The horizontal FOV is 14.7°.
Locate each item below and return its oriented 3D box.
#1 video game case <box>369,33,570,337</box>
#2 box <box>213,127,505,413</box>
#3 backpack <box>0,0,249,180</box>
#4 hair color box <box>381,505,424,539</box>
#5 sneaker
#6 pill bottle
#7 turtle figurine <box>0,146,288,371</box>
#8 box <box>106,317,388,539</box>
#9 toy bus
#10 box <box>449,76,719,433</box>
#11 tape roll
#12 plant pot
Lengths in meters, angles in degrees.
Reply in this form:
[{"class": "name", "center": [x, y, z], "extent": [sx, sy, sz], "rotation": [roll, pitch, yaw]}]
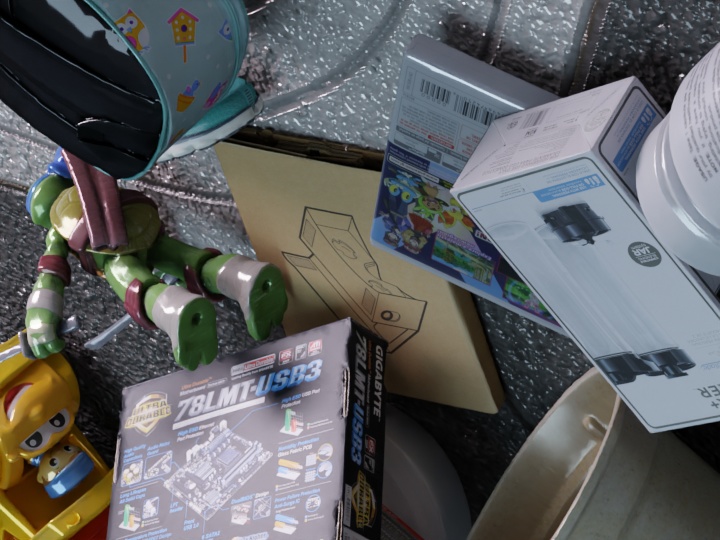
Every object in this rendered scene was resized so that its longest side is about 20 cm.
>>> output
[{"class": "video game case", "center": [0.106, -0.035, 1.617], "extent": [0.199, 0.023, 0.183], "rotation": [25, 145, 10]}, {"class": "box", "center": [0.000, 0.000, 1.787], "extent": [0.163, 0.021, 0.201], "rotation": [12, 137, 36]}, {"class": "backpack", "center": [-0.157, -0.161, 1.637], "extent": [0.200, 0.153, 0.176], "rotation": [47, 150, 8]}, {"class": "hair color box", "center": [-0.031, 0.249, 1.822], "extent": [0.111, 0.064, 0.200], "rotation": [40, 107, 11]}, {"class": "sneaker", "center": [-0.149, -0.121, 1.755], "extent": [0.199, 0.077, 0.080], "rotation": [15, 131, 35]}, {"class": "pill bottle", "center": [0.223, -0.078, 1.381], "extent": [0.113, 0.113, 0.200], "rotation": [42, 147, -2]}, {"class": "turtle figurine", "center": [-0.153, 0.026, 1.855], "extent": [0.193, 0.201, 0.144], "rotation": [23, -179, 38]}, {"class": "box", "center": [-0.076, 0.148, 1.784], "extent": [0.199, 0.200, 0.050], "rotation": [-18, 144, 32]}, {"class": "toy bus", "center": [-0.234, 0.169, 2.102], "extent": [0.192, 0.136, 0.200], "rotation": [40, 147, 18]}, {"class": "box", "center": [0.157, -0.004, 1.541], "extent": [0.116, 0.060, 0.200], "rotation": [-14, 125, 46]}, {"class": "tape roll", "center": [-0.027, 0.184, 1.883], "extent": [0.201, 0.071, 0.204], "rotation": [2, 97, 16]}, {"class": "plant pot", "center": [0.177, 0.188, 1.696], "extent": [0.183, 0.201, 0.200], "rotation": [32, 148, -9]}]
